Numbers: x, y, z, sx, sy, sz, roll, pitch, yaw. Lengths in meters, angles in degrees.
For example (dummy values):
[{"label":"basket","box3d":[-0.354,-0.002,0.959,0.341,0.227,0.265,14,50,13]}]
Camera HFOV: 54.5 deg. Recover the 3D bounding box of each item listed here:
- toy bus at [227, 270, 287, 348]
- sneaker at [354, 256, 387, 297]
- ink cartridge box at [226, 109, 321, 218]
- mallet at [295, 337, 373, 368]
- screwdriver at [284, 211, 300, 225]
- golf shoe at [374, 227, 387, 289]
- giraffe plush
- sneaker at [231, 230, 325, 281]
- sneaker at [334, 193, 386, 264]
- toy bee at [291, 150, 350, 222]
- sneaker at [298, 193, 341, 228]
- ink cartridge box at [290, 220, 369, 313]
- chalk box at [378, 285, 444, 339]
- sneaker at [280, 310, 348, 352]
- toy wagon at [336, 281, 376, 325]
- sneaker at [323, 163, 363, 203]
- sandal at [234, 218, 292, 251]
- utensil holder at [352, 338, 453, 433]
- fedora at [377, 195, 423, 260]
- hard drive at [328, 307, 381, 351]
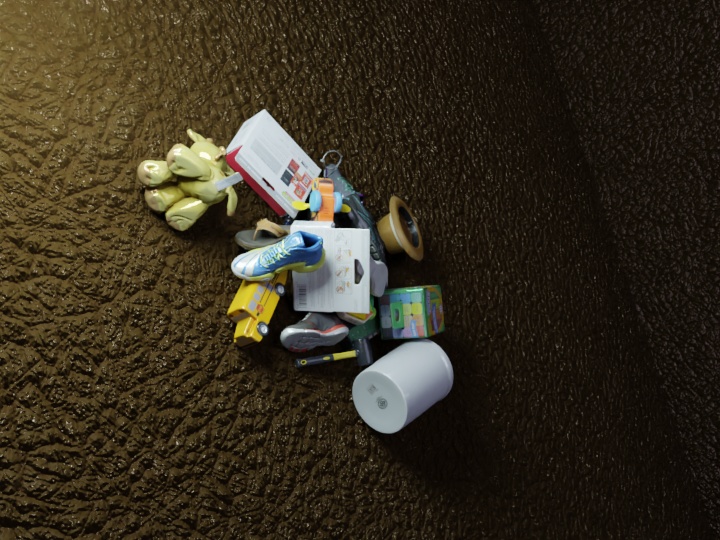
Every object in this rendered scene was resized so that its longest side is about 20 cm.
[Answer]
[{"label":"toy bus","box3d":[-0.217,0.062,1.464,0.078,0.065,0.201,44,45,-27]},{"label":"sneaker","box3d":[0.000,0.000,1.626,0.200,0.088,0.076,48,58,-59]},{"label":"ink cartridge box","box3d":[-0.208,-0.228,1.592,0.200,0.084,0.176,46,46,-26]},{"label":"mallet","box3d":[-0.058,0.186,1.587,0.199,0.041,0.066,3,75,-32]},{"label":"screwdriver","box3d":[-0.186,-0.081,1.606,0.029,0.028,0.200,30,53,1]},{"label":"golf shoe","box3d":[0.039,-0.040,1.803,0.094,0.077,0.201,-15,87,-51]},{"label":"giraffe plush","box3d":[-0.326,-0.199,1.396,0.163,0.198,0.173,-98,178,-53]},{"label":"sneaker","box3d":[-0.165,-0.040,1.433,0.199,0.105,0.076,-10,56,-21]},{"label":"sneaker","box3d":[0.014,-0.092,1.667,0.079,0.075,0.201,-46,115,-37]},{"label":"toy bee","box3d":[-0.079,-0.164,1.575,0.130,0.109,0.201,25,95,-25]},{"label":"sneaker","box3d":[-0.084,-0.084,1.679,0.120,0.083,0.201,11,64,-36]},{"label":"ink cartridge box","box3d":[-0.063,-0.007,1.533,0.044,0.172,0.201,-72,163,-68]},{"label":"chalk box","box3d":[0.122,0.104,1.740,0.200,0.123,0.125,-5,91,-68]},{"label":"sneaker","box3d":[-0.114,0.128,1.567,0.199,0.077,0.082,4,49,-53]},{"label":"toy wagon","box3d":[-0.022,0.026,1.671,0.155,0.039,0.201,26,55,-41]},{"label":"sneaker","box3d":[-0.029,-0.194,1.766,0.074,0.087,0.201,11,56,-52]},{"label":"sandal","box3d":[-0.190,-0.086,1.532,0.199,0.082,0.055,-12,125,-40]},{"label":"utensil holder","box3d":[0.101,0.273,1.662,0.200,0.169,0.171,-26,94,-49]},{"label":"fedora","box3d":[0.099,-0.102,1.878,0.201,0.081,0.201,52,25,-37]},{"label":"hard drive","box3d":[-0.029,0.080,1.700,0.139,0.038,0.201,-27,94,-51]}]
